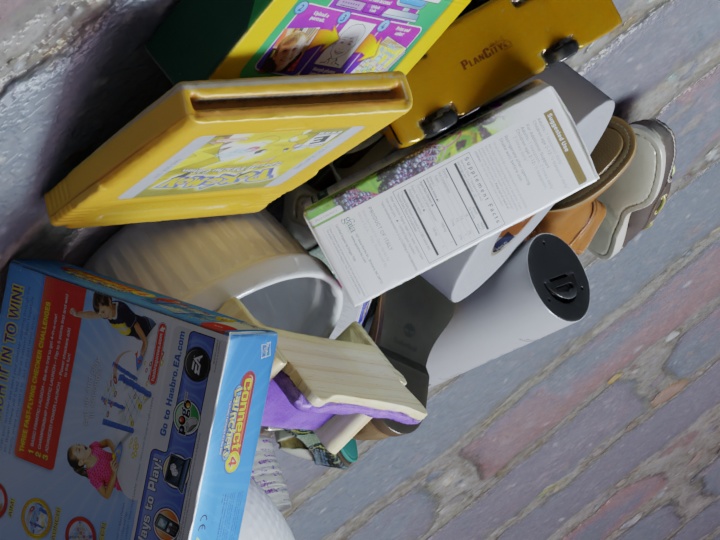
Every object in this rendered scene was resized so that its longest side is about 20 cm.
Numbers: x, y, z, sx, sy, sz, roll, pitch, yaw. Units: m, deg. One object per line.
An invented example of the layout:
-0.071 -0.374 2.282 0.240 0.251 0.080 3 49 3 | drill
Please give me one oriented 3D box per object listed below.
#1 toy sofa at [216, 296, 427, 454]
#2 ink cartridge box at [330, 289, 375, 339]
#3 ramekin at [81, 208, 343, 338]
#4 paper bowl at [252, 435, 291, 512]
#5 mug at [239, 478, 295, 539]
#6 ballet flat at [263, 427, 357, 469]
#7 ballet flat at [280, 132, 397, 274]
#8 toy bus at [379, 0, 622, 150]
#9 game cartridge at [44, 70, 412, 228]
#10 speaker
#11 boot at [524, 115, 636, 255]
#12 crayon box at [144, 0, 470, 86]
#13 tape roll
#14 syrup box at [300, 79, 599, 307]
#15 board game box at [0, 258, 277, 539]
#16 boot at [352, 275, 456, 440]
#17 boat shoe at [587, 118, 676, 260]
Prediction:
-0.044 0.089 1.631 0.083 0.098 0.200 -45 157 15 | toy sofa
0.000 0.000 1.819 0.200 0.037 0.095 110 3 -54 | ink cartridge box
-0.122 0.032 1.669 0.200 0.105 0.200 -32 157 -16 | ramekin
-0.153 0.214 1.884 0.200 0.105 0.201 -18 170 -3 | paper bowl
-0.151 0.218 1.682 0.200 0.148 0.175 -26 160 -2 | mug
-0.050 0.130 2.029 0.074 0.074 0.200 -35 155 -6 | ballet flat
-0.010 -0.064 1.719 0.200 0.069 0.071 -47 138 12 | ballet flat
0.089 -0.157 1.653 0.200 0.065 0.078 -31 -175 -17 | toy bus
-0.089 -0.075 1.499 0.176 0.033 0.200 -6 163 -36 | game cartridge
0.097 0.040 1.946 0.200 0.081 0.081 -27 169 40 | speaker
0.179 -0.061 1.978 0.200 0.074 0.155 -33 157 26 | boot
-0.016 -0.179 1.489 0.173 0.058 0.200 -49 155 22 | crayon box
0.111 -0.073 1.795 0.200 0.066 0.200 -48 169 -12 | tape roll
0.063 -0.057 1.649 0.200 0.082 0.079 -28 -171 1 | syrup box
-0.164 0.112 1.544 0.056 0.195 0.201 -1 105 -55 | board game box
0.026 0.048 1.892 0.074 0.200 0.075 31 149 -25 | boot
0.243 -0.080 2.043 0.059 0.072 0.200 -34 161 -24 | boat shoe
